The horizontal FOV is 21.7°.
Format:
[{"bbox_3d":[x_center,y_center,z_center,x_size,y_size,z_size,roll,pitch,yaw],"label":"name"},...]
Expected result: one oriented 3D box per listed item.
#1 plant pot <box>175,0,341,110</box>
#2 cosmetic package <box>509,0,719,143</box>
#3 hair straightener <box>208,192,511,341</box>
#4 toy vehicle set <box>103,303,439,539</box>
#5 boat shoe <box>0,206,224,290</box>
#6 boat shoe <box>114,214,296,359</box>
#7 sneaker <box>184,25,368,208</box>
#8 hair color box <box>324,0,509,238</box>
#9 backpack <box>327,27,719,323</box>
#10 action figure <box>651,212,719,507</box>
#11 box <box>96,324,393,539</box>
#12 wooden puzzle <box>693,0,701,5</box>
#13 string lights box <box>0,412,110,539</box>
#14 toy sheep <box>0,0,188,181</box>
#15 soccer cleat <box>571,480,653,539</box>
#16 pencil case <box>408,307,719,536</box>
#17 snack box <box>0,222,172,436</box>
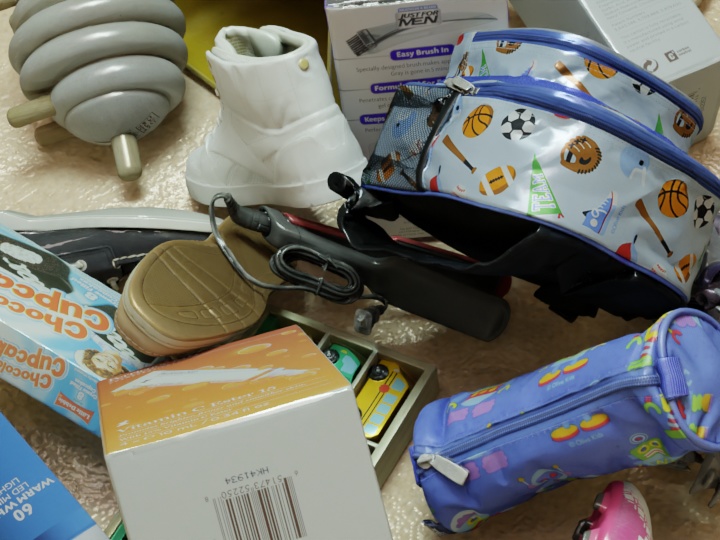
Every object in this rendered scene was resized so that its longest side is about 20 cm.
[{"bbox_3d":[-0.020,-0.229,1.318,0.176,0.200,0.200,-30,51,-31],"label":"plant pot"},{"bbox_3d":[0.164,-0.178,1.273,0.074,0.102,0.200,-22,63,-12],"label":"cosmetic package"},{"bbox_3d":[0.000,0.000,1.146,0.199,0.041,0.077,22,34,-12],"label":"hair straightener"},{"bbox_3d":[-0.052,0.117,1.121,0.124,0.027,0.200,18,54,23],"label":"toy vehicle set"},{"bbox_3d":[-0.187,-0.010,1.230,0.199,0.074,0.061,-1,94,-2],"label":"boat shoe"},{"bbox_3d":[-0.099,0.022,1.137,0.074,0.069,0.200,45,22,5],"label":"boat shoe"},{"bbox_3d":[-0.068,-0.103,1.207,0.074,0.116,0.200,-28,15,-28],"label":"sneaker"},{"bbox_3d":[0.043,-0.112,1.190,0.109,0.200,0.065,-5,47,4],"label":"hair color box"},{"bbox_3d":[0.116,-0.049,1.073,0.190,0.200,0.154,27,96,62],"label":"backpack"},{"bbox_3d":[0.202,0.049,1.091,0.069,0.130,0.200,21,32,-13],"label":"action figure"},{"bbox_3d":[-0.065,0.103,0.983,0.124,0.098,0.200,-16,9,-8],"label":"box"},{"bbox_3d":[0.180,-0.280,1.419,0.199,0.046,0.186,11,52,17],"label":"wooden puzzle"},{"bbox_3d":[-0.197,0.144,1.068,0.059,0.103,0.200,-34,52,-20],"label":"string lights box"},{"bbox_3d":[-0.185,-0.154,1.315,0.137,0.138,0.201,-15,79,-5],"label":"toy sheep"},{"bbox_3d":[0.141,0.207,0.998,0.086,0.070,0.200,19,53,0],"label":"soccer cleat"},{"bbox_3d":[0.113,0.085,1.032,0.200,0.087,0.078,-24,75,37],"label":"pencil case"},{"bbox_3d":[-0.215,0.018,1.141,0.200,0.037,0.116,31,21,3],"label":"snack box"}]
